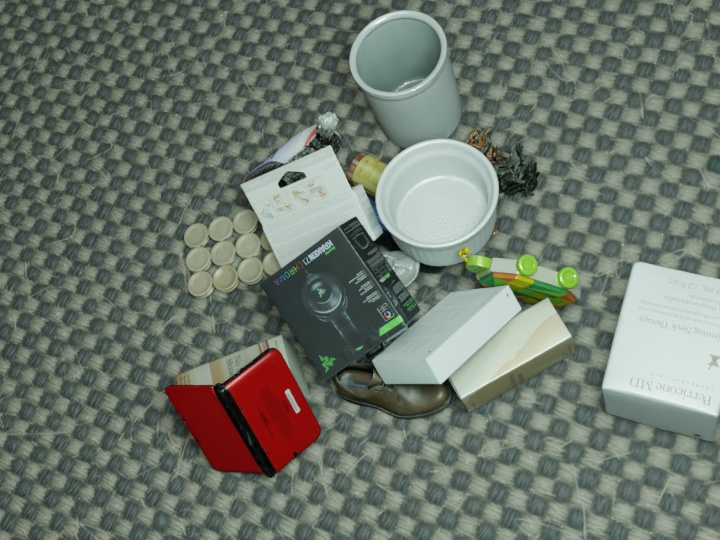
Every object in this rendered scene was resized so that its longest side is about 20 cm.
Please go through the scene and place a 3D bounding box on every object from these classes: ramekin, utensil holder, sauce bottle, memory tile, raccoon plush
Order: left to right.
[{"bbox_3d":[-0.228,-0.037,1.829,0.198,0.017,0.154,-15,65,9],"label":"memory tile"},{"bbox_3d":[-0.068,-0.159,1.749,0.096,0.201,0.134,-18,59,-22],"label":"raccoon plush"},{"bbox_3d":[0.068,-0.140,1.760,0.199,0.066,0.066,33,80,23],"label":"sauce bottle"},{"bbox_3d":[0.087,-0.327,1.756,0.168,0.200,0.171,-6,65,14],"label":"utensil holder"},{"bbox_3d":[0.130,-0.105,1.631,0.199,0.098,0.202,-5,63,10],"label":"ramekin"}]

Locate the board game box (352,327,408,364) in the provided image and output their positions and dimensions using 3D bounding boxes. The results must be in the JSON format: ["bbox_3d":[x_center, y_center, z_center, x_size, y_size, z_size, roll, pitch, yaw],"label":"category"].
[{"bbox_3d":[-0.013,0.056,1.715,0.126,0.035,0.201,-30,63,2],"label":"board game box"}]

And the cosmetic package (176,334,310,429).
[{"bbox_3d":[-0.198,0.198,1.680,0.199,0.087,0.104,-22,62,6],"label":"cosmetic package"}]

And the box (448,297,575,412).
[{"bbox_3d":[0.233,0.135,1.577,0.199,0.095,0.078,-31,64,4],"label":"box"}]

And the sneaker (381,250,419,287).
[{"bbox_3d":[0.000,0.000,1.670,0.198,0.082,0.075,-8,65,11],"label":"sneaker"}]

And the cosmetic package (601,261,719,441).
[{"bbox_3d":[0.464,0.122,1.473,0.166,0.166,0.201,13,73,21],"label":"cosmetic package"}]

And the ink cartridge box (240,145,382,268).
[{"bbox_3d":[-0.084,-0.106,1.706,0.199,0.045,0.177,-19,103,29],"label":"ink cartridge box"}]

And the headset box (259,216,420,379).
[{"bbox_3d":[-0.028,0.049,1.579,0.174,0.093,0.201,-34,91,22],"label":"headset box"}]

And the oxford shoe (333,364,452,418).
[{"bbox_3d":[0.048,0.193,1.613,0.198,0.085,0.073,4,67,16],"label":"oxford shoe"}]

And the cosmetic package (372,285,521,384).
[{"bbox_3d":[0.134,0.101,1.557,0.200,0.150,0.052,-38,102,-29],"label":"cosmetic package"}]

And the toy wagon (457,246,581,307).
[{"bbox_3d":[0.243,0.011,1.563,0.198,0.155,0.040,16,76,-11],"label":"toy wagon"}]

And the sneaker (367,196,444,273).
[{"bbox_3d":[0.070,-0.069,1.728,0.199,0.066,0.078,30,55,18],"label":"sneaker"}]

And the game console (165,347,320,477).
[{"bbox_3d":[-0.187,0.228,1.618,0.172,0.201,0.118,-38,34,-20],"label":"game console"}]

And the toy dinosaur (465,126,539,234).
[{"bbox_3d":[0.231,-0.159,1.720,0.135,0.102,0.202,-12,82,27],"label":"toy dinosaur"}]

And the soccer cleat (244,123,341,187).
[{"bbox_3d":[-0.129,-0.209,1.854,0.199,0.068,0.073,-32,39,6],"label":"soccer cleat"}]
